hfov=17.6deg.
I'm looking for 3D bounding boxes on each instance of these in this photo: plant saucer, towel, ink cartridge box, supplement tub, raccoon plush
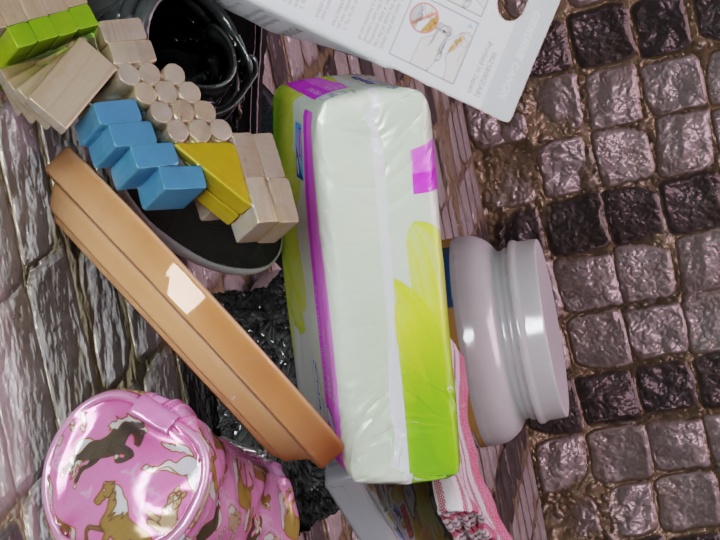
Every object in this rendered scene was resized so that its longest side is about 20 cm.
[{"bbox_3d":[-0.086,0.023,1.136,0.200,0.032,0.200,46,-4,4],"label":"plant saucer"},{"bbox_3d":[0.056,0.090,1.383,0.200,0.030,0.147,61,16,-72],"label":"towel"},{"bbox_3d":[0.010,-0.185,1.165,0.163,0.199,0.057,-67,-159,-4],"label":"ink cartridge box"},{"bbox_3d":[0.033,0.056,1.580,0.145,0.199,0.146,-11,90,-81],"label":"supplement tub"},{"bbox_3d":[-0.055,0.088,1.372,0.200,0.096,0.135,-75,146,-69],"label":"raccoon plush"}]

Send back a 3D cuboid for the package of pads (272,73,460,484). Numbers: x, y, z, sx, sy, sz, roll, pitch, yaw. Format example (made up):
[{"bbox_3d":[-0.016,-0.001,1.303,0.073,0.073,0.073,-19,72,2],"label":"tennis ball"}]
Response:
[{"bbox_3d":[0.000,0.000,1.224,0.154,0.068,0.201,-142,-133,-77],"label":"package of pads"}]

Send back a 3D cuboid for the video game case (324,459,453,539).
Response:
[{"bbox_3d":[0.027,0.120,1.408,0.183,0.023,0.200,-90,157,-47],"label":"video game case"}]

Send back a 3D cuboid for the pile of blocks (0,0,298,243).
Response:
[{"bbox_3d":[-0.121,-0.070,1.067,0.200,0.062,0.082,43,51,-6],"label":"pile of blocks"}]

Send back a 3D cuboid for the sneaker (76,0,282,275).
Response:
[{"bbox_3d":[-0.082,-0.068,1.177,0.071,0.099,0.200,-52,124,-26],"label":"sneaker"}]

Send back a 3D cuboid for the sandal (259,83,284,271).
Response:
[{"bbox_3d":[-0.048,-0.045,1.403,0.200,0.076,0.043,51,14,24],"label":"sandal"}]

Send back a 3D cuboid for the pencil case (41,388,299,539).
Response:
[{"bbox_3d":[-0.089,0.114,1.129,0.200,0.082,0.087,46,36,-73],"label":"pencil case"}]

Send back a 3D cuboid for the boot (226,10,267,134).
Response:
[{"bbox_3d":[-0.102,-0.131,1.325,0.158,0.079,0.212,41,40,-76],"label":"boot"}]
